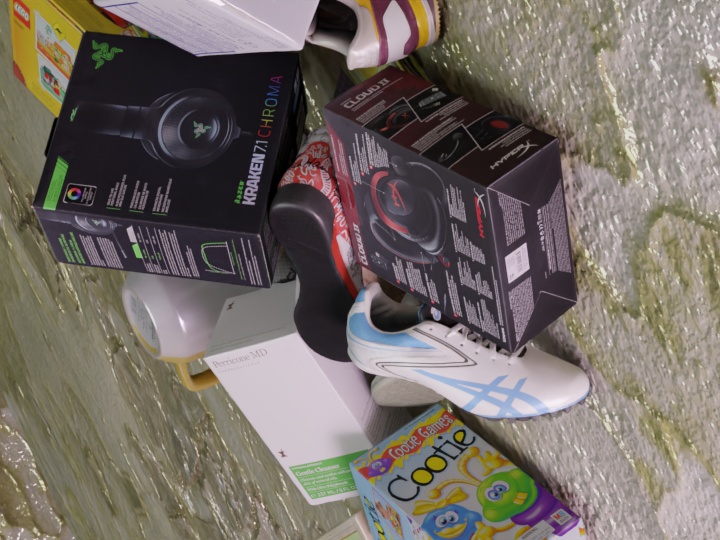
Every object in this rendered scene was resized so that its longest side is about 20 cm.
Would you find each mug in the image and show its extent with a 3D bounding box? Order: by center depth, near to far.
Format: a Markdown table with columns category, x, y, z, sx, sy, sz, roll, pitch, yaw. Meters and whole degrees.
| category | x | y | z | sx | sy | sz | roll | pitch | yaw |
| --- | --- | --- | --- | --- | --- | --- | --- | --- | --- |
| mug | -0.156 | 0.039 | 1.600 | 0.149 | 0.152 | 0.189 | 6 | 119 | 61 |

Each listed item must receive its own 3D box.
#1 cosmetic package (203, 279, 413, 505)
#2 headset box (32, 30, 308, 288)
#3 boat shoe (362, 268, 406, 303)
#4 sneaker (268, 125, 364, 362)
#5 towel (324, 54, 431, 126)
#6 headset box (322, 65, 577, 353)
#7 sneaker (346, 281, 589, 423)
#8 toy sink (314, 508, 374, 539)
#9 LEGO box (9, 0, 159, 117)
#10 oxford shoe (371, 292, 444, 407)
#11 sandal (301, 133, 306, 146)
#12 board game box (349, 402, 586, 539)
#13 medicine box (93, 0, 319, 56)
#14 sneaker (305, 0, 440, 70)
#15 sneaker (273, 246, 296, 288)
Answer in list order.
| category | x | y | z | sx | sy | sz | roll | pitch | yaw |
| --- | --- | --- | --- | --- | --- | --- | --- | --- | --- |
| cosmetic package | -0.043 | 0.111 | 1.407 | 0.107 | 0.085 | 0.201 | -16 | 125 | 29 |
| headset box | -0.156 | -0.092 | 1.252 | 0.093 | 0.197 | 0.176 | 83 | -164 | -61 |
| boat shoe | 0.000 | 0.000 | 1.356 | 0.065 | 0.071 | 0.201 | -105 | -12 | -62 |
| sneaker | -0.018 | -0.023 | 1.261 | 0.066 | 0.109 | 0.203 | 7 | 140 | 20 |
| towel | 0.019 | -0.114 | 1.257 | 0.144 | 0.023 | 0.201 | 55 | 154 | 20 |
| headset box | 0.059 | -0.052 | 1.135 | 0.199 | 0.075 | 0.150 | 29 | 143 | 43 |
| sneaker | 0.079 | 0.061 | 1.172 | 0.198 | 0.072 | 0.073 | 15 | 121 | 20 |
| toy sink | 0.033 | 0.292 | 1.505 | 0.131 | 0.111 | 0.200 | 61 | 156 | 8 |
| LEGO box | -0.240 | -0.194 | 1.439 | 0.200 | 0.077 | 0.150 | 43 | 147 | 22 |
| oxford shoe | 0.052 | 0.067 | 1.319 | 0.201 | 0.074 | 0.058 | 108 | 158 | -62 |
| sandal | -0.071 | -0.091 | 1.427 | 0.204 | 0.049 | 0.082 | 61 | 156 | 7 |
| board game box | 0.095 | 0.221 | 1.311 | 0.200 | 0.102 | 0.106 | 36 | 150 | 47 |
| medicine box | -0.093 | -0.264 | 1.134 | 0.199 | 0.102 | 0.184 | 12 | 80 | 60 |
| sneaker | -0.027 | -0.224 | 1.163 | 0.200 | 0.089 | 0.076 | 45 | 149 | 37 |
| sneaker | -0.103 | -0.040 | 1.457 | 0.087 | 0.074 | 0.200 | 39 | -173 | -36 |
